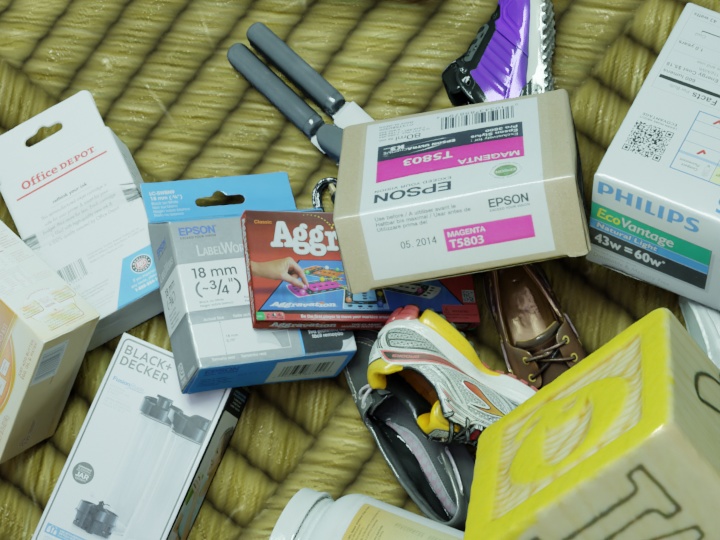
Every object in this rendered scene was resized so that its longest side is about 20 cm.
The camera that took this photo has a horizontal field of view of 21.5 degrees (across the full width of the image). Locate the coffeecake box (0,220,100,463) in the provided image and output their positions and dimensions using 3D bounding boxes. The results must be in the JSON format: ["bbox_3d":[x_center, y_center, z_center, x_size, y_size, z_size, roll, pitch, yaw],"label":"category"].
[{"bbox_3d":[-0.337,0.041,1.653,0.200,0.073,0.154,41,128,18],"label":"coffeecake box"}]

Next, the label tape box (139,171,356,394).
[{"bbox_3d":[-0.099,-0.004,1.624,0.143,0.063,0.202,-6,67,-22],"label":"label tape box"}]

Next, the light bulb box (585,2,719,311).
[{"bbox_3d":[0.310,-0.080,1.535,0.197,0.125,0.201,23,60,17],"label":"light bulb box"}]

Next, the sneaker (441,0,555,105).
[{"bbox_3d":[0.119,-0.186,1.663,0.099,0.070,0.202,-3,74,13],"label":"sneaker"}]

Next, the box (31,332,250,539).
[{"bbox_3d":[-0.190,0.169,1.638,0.116,0.060,0.201,22,81,15],"label":"box"}]

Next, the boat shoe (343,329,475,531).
[{"bbox_3d":[0.041,0.131,1.594,0.067,0.057,0.201,-43,70,24],"label":"boat shoe"}]

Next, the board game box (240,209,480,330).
[{"bbox_3d":[0.000,0.000,1.607,0.198,0.019,0.104,1,62,-19],"label":"board game box"}]

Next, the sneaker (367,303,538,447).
[{"bbox_3d":[0.087,0.120,1.554,0.199,0.078,0.082,36,51,2],"label":"sneaker"}]

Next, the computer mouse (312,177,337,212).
[{"bbox_3d":[0.017,-0.003,1.655,0.058,0.034,0.200,-38,71,1],"label":"computer mouse"}]

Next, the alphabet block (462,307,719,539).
[{"bbox_3d":[0.214,0.187,1.422,0.196,0.196,0.200,-37,106,20],"label":"alphabet block"}]

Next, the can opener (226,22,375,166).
[{"bbox_3d":[-0.041,-0.150,1.686,0.200,0.067,0.053,43,86,16],"label":"can opener"}]

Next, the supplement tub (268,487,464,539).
[{"bbox_3d":[0.025,0.265,1.524,0.198,0.144,0.146,18,80,16],"label":"supplement tub"}]

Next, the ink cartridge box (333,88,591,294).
[{"bbox_3d":[0.082,-0.068,1.547,0.198,0.076,0.165,-10,29,8],"label":"ink cartridge box"}]

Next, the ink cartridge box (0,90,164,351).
[{"bbox_3d":[-0.244,-0.045,1.701,0.115,0.067,0.201,-27,73,4],"label":"ink cartridge box"}]

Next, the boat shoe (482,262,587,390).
[{"bbox_3d":[0.152,0.071,1.589,0.072,0.068,0.201,-24,72,4],"label":"boat shoe"}]

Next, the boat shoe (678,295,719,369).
[{"bbox_3d":[0.294,0.107,1.547,0.068,0.075,0.202,-19,74,0],"label":"boat shoe"}]
